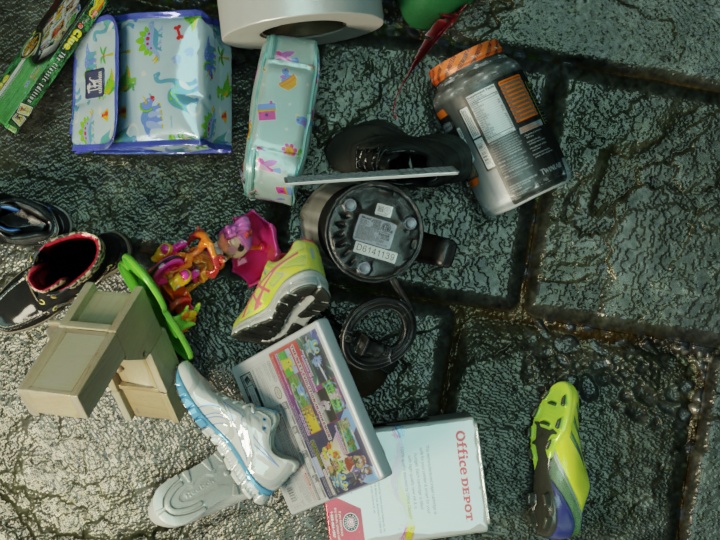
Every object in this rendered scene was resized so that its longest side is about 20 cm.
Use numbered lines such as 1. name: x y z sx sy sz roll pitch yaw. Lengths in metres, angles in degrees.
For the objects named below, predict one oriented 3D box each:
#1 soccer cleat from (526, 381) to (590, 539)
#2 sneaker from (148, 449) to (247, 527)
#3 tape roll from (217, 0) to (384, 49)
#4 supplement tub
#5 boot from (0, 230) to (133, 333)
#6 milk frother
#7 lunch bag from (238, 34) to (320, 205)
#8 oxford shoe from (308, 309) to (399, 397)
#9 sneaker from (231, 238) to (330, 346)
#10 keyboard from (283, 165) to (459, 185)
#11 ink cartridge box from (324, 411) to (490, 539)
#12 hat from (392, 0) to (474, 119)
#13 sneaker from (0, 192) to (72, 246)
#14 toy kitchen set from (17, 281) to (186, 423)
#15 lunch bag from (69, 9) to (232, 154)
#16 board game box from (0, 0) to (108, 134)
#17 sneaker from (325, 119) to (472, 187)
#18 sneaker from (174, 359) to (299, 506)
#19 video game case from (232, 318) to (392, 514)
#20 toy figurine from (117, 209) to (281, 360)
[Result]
1. soccer cleat: 0.260 0.242 1.693 0.084 0.065 0.200 8 84 -31
2. sneaker: -0.174 0.265 1.669 0.200 0.081 0.076 -18 74 -21
3. tape roll: -0.077 -0.357 1.611 0.203 0.203 0.139 -6 90 -2
4. supplement tub: 0.170 -0.178 1.655 0.122 0.123 0.200 -25 90 -2
5. boot: -0.380 0.012 1.621 0.200 0.151 0.073 -28 89 -1
6. milk frother: 0.000 0.000 1.611 0.180 0.188 0.200 34 88 -12
7. lunch bag: -0.101 -0.179 1.632 0.077 0.160 0.200 10 83 -7
8. oxford shoe: -0.056 0.091 1.672 0.200 0.073 0.084 36 97 2
9. sneaker: -0.094 0.028 1.599 0.078 0.200 0.090 12 59 -30
10. keyboard: 0.012 -0.109 1.530 0.200 0.056 0.011 -4 96 -4
11. ink cartridge box: 0.052 0.263 1.666 0.200 0.083 0.146 -7 89 -2
12. hat: 0.091 -0.313 1.671 0.200 0.166 0.176 -12 122 -30
13. sneaker: -0.464 -0.072 1.640 0.200 0.112 0.073 6 88 -2
14. toy kitchen set: -0.333 0.142 1.580 0.163 0.180 0.200 4 134 21
15. lunch bag: -0.268 -0.230 1.648 0.200 0.127 0.170 1 89 18
16. board game box: -0.396 -0.269 1.654 0.023 0.105 0.200 36 89 -40
17. sneaker: 0.034 -0.140 1.635 0.200 0.091 0.076 6 111 33
18. sneaker: -0.147 0.181 1.613 0.087 0.075 0.200 -38 87 5
19. video game case: -0.062 0.179 1.599 0.023 0.182 0.200 -15 79 -45
20. toy figurine: -0.185 -0.012 1.626 0.184 0.200 0.150 -37 68 -14
